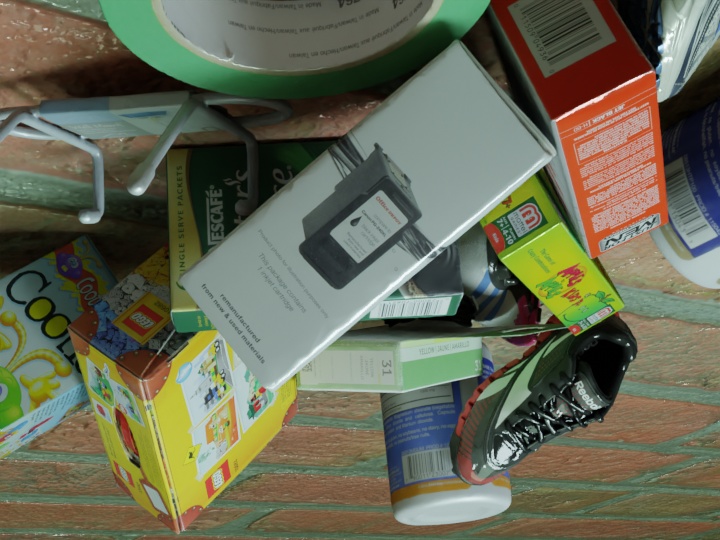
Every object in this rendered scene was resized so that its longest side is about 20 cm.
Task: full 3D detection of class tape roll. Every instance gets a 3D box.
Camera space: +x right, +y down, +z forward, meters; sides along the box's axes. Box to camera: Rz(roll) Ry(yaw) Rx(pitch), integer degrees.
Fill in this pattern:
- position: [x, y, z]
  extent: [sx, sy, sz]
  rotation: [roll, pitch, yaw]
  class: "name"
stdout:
- position: [-0.031, -0.157, 0.582]
  extent: [0.198, 0.049, 0.201]
  rotation: [-5, 158, -2]
  class: "tape roll"

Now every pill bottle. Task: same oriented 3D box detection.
- position: [0.074, 0.127, 1.092]
  extent: [0.110, 0.202, 0.112]
  rotation: [-5, 158, -2]
  class: "pill bottle"
- position: [0.289, -0.077, 0.760]
  extent: [0.119, 0.121, 0.199]
  rotation: [10, 153, -34]
  class: "pill bottle"

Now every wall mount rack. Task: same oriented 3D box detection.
- position: [-0.143, -0.066, 0.682]
  extent: [0.197, 0.076, 0.174]
  rotation: [-2, 174, 16]
  class: "wall mount rack"

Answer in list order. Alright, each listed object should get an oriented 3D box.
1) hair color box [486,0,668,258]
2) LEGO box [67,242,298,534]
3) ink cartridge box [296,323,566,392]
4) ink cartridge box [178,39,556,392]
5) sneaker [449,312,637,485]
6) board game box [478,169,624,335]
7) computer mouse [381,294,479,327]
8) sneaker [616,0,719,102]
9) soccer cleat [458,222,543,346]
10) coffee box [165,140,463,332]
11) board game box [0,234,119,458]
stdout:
- position: [0.131, -0.094, 0.692]
  extent: [0.061, 0.102, 0.200]
  rotation: [-26, 156, 6]
  class: "hair color box"
- position: [-0.126, 0.079, 0.891]
  extent: [0.077, 0.149, 0.201]
  rotation: [30, 144, 25]
  class: "LEGO box"
- position: [0.067, 0.069, 0.945]
  extent: [0.198, 0.049, 0.145]
  rotation: [-1, -179, 32]
  class: "ink cartridge box"
- position: [0.007, -0.033, 0.679]
  extent: [0.199, 0.084, 0.145]
  rotation: [-40, -179, 5]
  class: "ink cartridge box"
- position: [0.156, 0.107, 0.981]
  extent: [0.071, 0.200, 0.098]
  rotation: [46, 177, -22]
  class: "sneaker"
- position: [0.127, -0.031, 0.838]
  extent: [0.047, 0.102, 0.200]
  rotation: [-32, 153, 12]
  class: "board game box"
- position: [0.000, 0.000, 0.907]
  extent: [0.199, 0.044, 0.109]
  rotation: [33, 163, -36]
  class: "computer mouse"
- position: [0.188, -0.154, 0.611]
  extent: [0.084, 0.078, 0.200]
  rotation: [-10, 158, -1]
  class: "sneaker"
- position: [0.105, 0.010, 1.012]
  extent: [0.085, 0.071, 0.200]
  rotation: [-1, 156, 21]
  class: "soccer cleat"
- position: [-0.034, -0.026, 0.801]
  extent: [0.197, 0.125, 0.044]
  rotation: [-2, 160, -4]
  class: "coffee box"
- position: [-0.274, 0.076, 0.895]
  extent: [0.199, 0.104, 0.105]
  rotation: [-32, 172, -32]
  class: "board game box"
